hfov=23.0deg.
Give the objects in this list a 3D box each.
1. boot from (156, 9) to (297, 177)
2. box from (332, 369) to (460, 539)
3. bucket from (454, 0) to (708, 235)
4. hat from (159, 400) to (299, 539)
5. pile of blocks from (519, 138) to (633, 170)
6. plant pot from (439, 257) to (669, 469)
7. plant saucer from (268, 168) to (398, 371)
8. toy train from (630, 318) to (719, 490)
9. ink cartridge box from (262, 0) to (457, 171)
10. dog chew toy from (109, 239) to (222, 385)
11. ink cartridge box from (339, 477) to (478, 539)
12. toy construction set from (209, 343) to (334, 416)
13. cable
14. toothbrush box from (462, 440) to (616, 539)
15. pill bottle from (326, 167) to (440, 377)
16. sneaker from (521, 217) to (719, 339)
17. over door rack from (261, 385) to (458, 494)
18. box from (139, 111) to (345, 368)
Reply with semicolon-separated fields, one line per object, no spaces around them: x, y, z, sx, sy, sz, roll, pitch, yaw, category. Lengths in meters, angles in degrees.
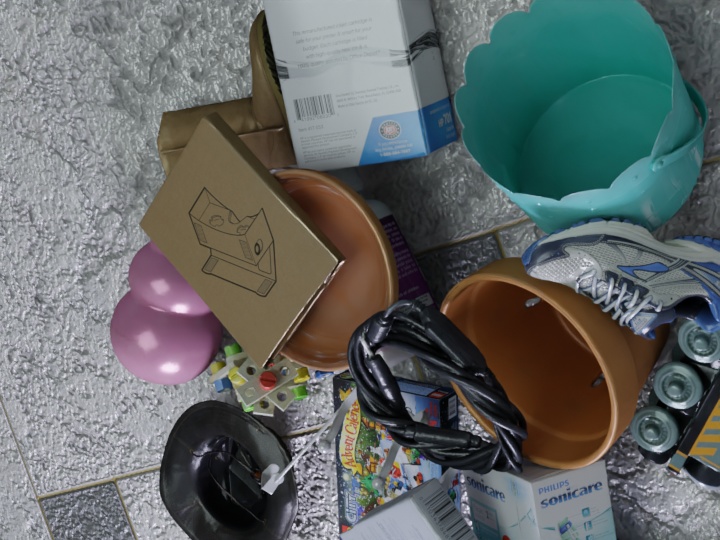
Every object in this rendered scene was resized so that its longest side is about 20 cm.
-0.139;-0.171;1.852;0.199;0.066;0.176;-8;99;39;boot
0.038;0.212;1.862;0.136;0.038;0.201;9;110;34;box
0.196;-0.126;1.527;0.206;0.135;0.208;-11;63;22;bucket
-0.130;0.226;1.964;0.200;0.081;0.202;12;113;29;hat
0.182;-0.091;1.643;0.199;0.062;0.083;11;111;34;pile of blocks
0.189;0.059;1.616;0.199;0.140;0.201;28;137;30;plant pot
-0.040;-0.003;1.708;0.199;0.037;0.202;14;114;34;plant saucer
0.325;0.108;1.595;0.114;0.085;0.201;31;121;14;toy train
-0.002;-0.206;1.714;0.146;0.086;0.201;-7;100;27;ink cartridge box
-0.203;0.020;1.931;0.124;0.124;0.201;22;109;29;dog chew toy
0.079;0.307;1.708;0.197;0.043;0.200;55;154;2;ink cartridge box
-0.089;0.098;1.842;0.200;0.130;0.093;167;89;-81;toy construction set
0.069;0.122;1.623;0.200;0.051;0.163;44;139;0;cable
0.177;0.270;1.690;0.146;0.085;0.201;-163;62;-65;toothbrush box
0.000;0.000;1.775;0.112;0.112;0.201;-27;88;39;pill bottle
0.233;0.011;1.499;0.077;0.199;0.086;127;145;-62;sneaker
0.007;0.210;1.781;0.147;0.067;0.200;35;127;-13;over door rack
-0.119;-0.029;1.723;0.200;0.021;0.164;49;129;15;box
